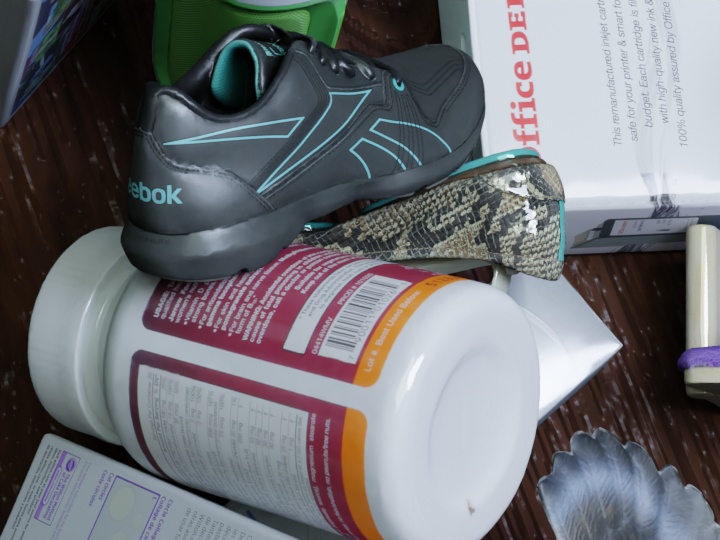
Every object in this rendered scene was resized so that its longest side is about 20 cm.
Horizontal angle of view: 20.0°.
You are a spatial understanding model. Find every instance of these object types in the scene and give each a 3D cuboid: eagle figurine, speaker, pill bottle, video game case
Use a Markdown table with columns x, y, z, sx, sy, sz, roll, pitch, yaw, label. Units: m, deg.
| x | y | z | sx | sy | sz | roll | pitch | yaw | label |
| --- | --- | --- | --- | --- | --- | --- | --- | --- | --- |
| 0.094 | 0.185 | 0.816 | 0.150 | 0.152 | 0.201 | -2 | 43 | -22 | eagle figurine |
| -0.049 | -0.123 | 0.903 | 0.087 | 0.200 | 0.089 | 2 | 73 | -7 | speaker |
| -0.035 | 0.042 | 0.834 | 0.199 | 0.110 | 0.110 | 13 | 68 | 35 | pill bottle |
| -0.103 | -0.159 | 0.907 | 0.023 | 0.200 | 0.183 | 40 | 72 | -4 | video game case |

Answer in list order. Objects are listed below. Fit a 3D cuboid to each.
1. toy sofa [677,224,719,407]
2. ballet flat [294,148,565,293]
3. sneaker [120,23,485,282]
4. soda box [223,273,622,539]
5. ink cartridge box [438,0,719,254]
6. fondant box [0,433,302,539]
| x | y | z | sx | sy | sz | roll | pitch | yaw | label |
| --- | --- | --- | --- | --- | --- | --- | --- | --- | --- |
| 0.243 | 0.015 | 0.909 | 0.198 | 0.097 | 0.084 | -4 | 75 | 28 | toy sofa |
| 0.000 | 0.000 | 0.906 | 0.198 | 0.068 | 0.076 | -11 | 83 | 27 | ballet flat |
| -0.016 | -0.064 | 0.831 | 0.075 | 0.080 | 0.199 | 14 | 31 | 38 | sneaker |
| 0.023 | 0.079 | 0.923 | 0.200 | 0.068 | 0.064 | -39 | 82 | -17 | soda box |
| 0.143 | -0.089 | 0.980 | 0.198 | 0.084 | 0.147 | -2 | 74 | -9 | ink cartridge box |
| -0.081 | 0.163 | 0.815 | 0.058 | 0.199 | 0.146 | 29 | 81 | -42 | fondant box |
